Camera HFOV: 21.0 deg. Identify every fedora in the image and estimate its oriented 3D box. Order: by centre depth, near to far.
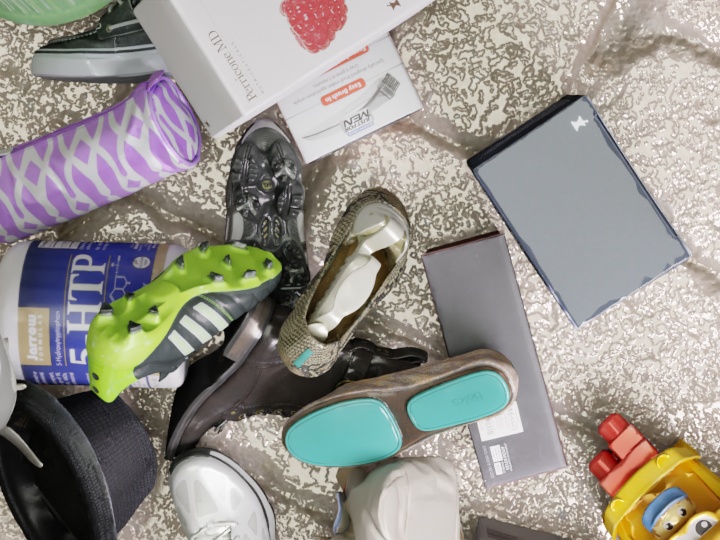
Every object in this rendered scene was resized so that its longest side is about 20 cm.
[{"bbox_3d":[-0.226,0.165,1.610,0.091,0.200,0.201,-27,94,-32],"label":"fedora"}]

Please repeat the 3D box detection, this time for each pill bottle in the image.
[{"bbox_3d":[-0.243,0.035,1.608,0.199,0.120,0.120,1,95,2],"label":"pill bottle"}]

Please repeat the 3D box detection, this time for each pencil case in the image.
[{"bbox_3d":[-0.229,-0.092,1.596,0.199,0.084,0.086,-21,110,16],"label":"pencil case"}]

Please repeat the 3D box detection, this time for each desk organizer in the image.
[{"bbox_3d":[0.111,0.071,1.622,0.071,0.077,0.201,-15,95,4],"label":"desk organizer"}]

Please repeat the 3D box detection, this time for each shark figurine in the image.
[{"bbox_3d":[-0.309,0.096,1.507,0.089,0.215,0.128,-31,68,-31],"label":"shark figurine"}]

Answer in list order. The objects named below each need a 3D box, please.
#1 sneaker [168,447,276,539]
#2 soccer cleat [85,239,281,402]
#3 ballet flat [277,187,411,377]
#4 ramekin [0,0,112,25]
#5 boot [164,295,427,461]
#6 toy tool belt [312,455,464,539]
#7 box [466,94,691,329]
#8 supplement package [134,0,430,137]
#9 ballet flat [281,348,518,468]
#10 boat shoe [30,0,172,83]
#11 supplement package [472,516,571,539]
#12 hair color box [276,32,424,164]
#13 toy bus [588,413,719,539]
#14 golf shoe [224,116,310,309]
[{"bbox_3d":[-0.102,0.249,1.604,0.075,0.115,0.201,-22,108,8],"label":"sneaker"},{"bbox_3d":[-0.140,0.036,1.521,0.067,0.200,0.081,34,130,25],"label":"soccer cleat"},{"bbox_3d":[0.000,0.000,1.570,0.068,0.075,0.200,36,56,-8],"label":"ballet flat"},{"bbox_3d":[-0.265,-0.306,1.561,0.199,0.098,0.201,-2,80,13],"label":"ramekin"},{"bbox_3d":[-0.057,0.115,1.631,0.174,0.069,0.200,26,120,-17],"label":"boot"},{"bbox_3d":[0.020,0.250,1.593,0.125,0.123,0.201,3,85,-37],"label":"toy tool belt"},{"bbox_3d":[0.169,-0.051,1.548,0.107,0.200,0.149,-33,93,4],"label":"box"},{"bbox_3d":[-0.052,-0.209,1.490,0.200,0.120,0.121,-34,96,-15],"label":"supplement package"},{"bbox_3d":[0.034,0.109,1.568,0.199,0.067,0.068,-14,110,13],"label":"ballet flat"},{"bbox_3d":[-0.179,-0.194,1.599,0.199,0.072,0.071,-4,90,18],"label":"boat shoe"},{"bbox_3d":[0.131,0.326,1.621,0.119,0.121,0.201,14,94,0],"label":"supplement package"},{"bbox_3d":[-0.039,-0.201,1.610,0.111,0.064,0.201,-25,92,2],"label":"hair color box"},{"bbox_3d":[0.257,0.199,1.575,0.136,0.200,0.192,-43,85,4],"label":"toy bus"},{"bbox_3d":[-0.078,-0.034,1.625,0.077,0.095,0.201,5,120,-7],"label":"golf shoe"}]
